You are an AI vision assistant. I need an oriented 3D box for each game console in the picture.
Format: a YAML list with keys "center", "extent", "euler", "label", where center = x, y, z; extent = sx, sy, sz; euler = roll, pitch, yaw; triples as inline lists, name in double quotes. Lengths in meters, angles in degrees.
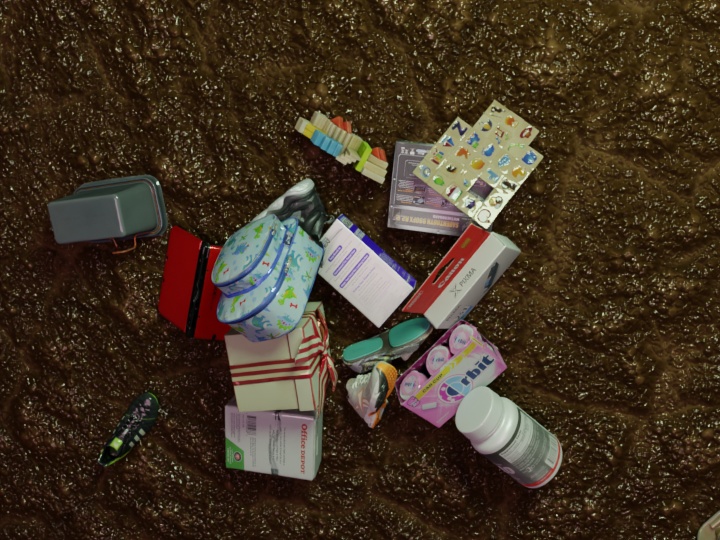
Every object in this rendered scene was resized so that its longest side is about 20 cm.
- center: [-0.320, 0.028, 1.307]
  extent: [0.169, 0.119, 0.204]
  euler: [7, 108, -24]
  label: "game console"

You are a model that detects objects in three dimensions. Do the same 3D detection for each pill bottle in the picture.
- center: [0.279, 0.315, 1.191]
  extent: [0.199, 0.114, 0.114]
  euler: [39, 108, -20]
  label: "pill bottle"

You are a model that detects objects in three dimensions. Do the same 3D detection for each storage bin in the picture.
- center: [-0.509, -0.102, 1.249]
  extent: [0.195, 0.134, 0.149]
  euler: [-5, 103, 12]
  label: "storage bin"

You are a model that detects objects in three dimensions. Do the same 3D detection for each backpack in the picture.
- center: [-0.176, 0.014, 1.119]
  extent: [0.181, 0.203, 0.147]
  euler: [-19, 136, 37]
  label: "backpack"

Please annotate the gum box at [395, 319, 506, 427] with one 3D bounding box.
- center: [0.176, 0.198, 1.209]
  extent: [0.113, 0.067, 0.200]
  euler: [35, 109, -29]
  label: "gum box"

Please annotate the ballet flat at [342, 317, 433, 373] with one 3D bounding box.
- center: [0.062, 0.154, 1.251]
  extent: [0.197, 0.072, 0.073]
  euler: [-22, 99, 15]
  label: "ballet flat"

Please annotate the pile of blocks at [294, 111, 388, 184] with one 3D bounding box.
- center: [-0.028, -0.239, 1.151]
  extent: [0.198, 0.082, 0.063]
  euler: [31, 108, 2]
  label: "pile of blocks"

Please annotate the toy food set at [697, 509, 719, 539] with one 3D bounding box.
- center: [0.772, 0.506, 1.201]
  extent: [0.143, 0.060, 0.201]
  euler: [39, 108, -1]
  label: "toy food set"

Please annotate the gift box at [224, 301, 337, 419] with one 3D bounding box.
- center: [-0.145, 0.179, 1.223]
  extent: [0.182, 0.200, 0.189]
  euler: [-6, 108, 10]
  label: "gift box"

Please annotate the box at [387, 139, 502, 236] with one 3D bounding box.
- center: [0.154, -0.149, 1.157]
  extent: [0.195, 0.048, 0.162]
  euler: [7, 105, 9]
  label: "box"

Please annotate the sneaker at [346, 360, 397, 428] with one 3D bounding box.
- center: [0.011, 0.233, 1.230]
  extent: [0.091, 0.076, 0.202]
  euler: [32, 142, 18]
  label: "sneaker"

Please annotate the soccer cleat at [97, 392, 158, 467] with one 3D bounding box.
- center: [-0.515, 0.358, 1.393]
  extent: [0.067, 0.081, 0.201]
  euler: [37, 107, -1]
  label: "soccer cleat"

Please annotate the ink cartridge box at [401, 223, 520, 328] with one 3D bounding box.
- center: [0.185, 0.019, 1.131]
  extent: [0.045, 0.175, 0.201]
  euler: [46, 109, 27]
  label: "ink cartridge box"

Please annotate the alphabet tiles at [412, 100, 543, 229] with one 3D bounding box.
- center: [0.215, -0.198, 1.100]
  extent: [0.166, 0.008, 0.201]
  euler: [38, 82, 14]
  label: "alphabet tiles"

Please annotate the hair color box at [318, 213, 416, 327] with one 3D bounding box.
- center: [0.000, 0.000, 1.217]
  extent: [0.199, 0.065, 0.110]
  euler: [42, 108, -4]
  label: "hair color box"

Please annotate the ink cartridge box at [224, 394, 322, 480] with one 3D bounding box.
- center: [-0.181, 0.348, 1.327]
  extent: [0.195, 0.083, 0.150]
  euler: [6, 105, 10]
  label: "ink cartridge box"

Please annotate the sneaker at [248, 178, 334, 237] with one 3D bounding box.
- center: [-0.144, -0.078, 1.217]
  extent: [0.199, 0.076, 0.115]
  euler: [-36, 99, 19]
  label: "sneaker"
